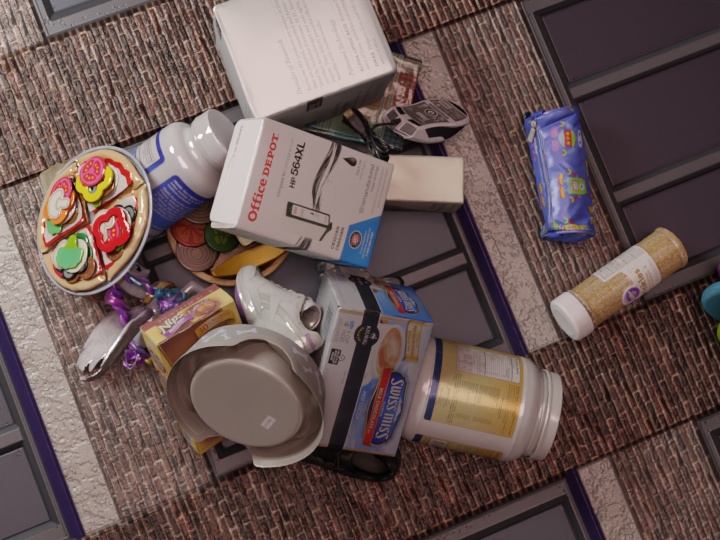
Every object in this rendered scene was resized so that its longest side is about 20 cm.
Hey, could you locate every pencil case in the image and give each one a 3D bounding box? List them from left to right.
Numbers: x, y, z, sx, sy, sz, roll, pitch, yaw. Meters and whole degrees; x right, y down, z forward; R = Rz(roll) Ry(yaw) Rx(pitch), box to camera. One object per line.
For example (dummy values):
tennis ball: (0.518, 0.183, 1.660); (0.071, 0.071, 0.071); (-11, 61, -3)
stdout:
pencil case: (0.283, -0.138, 1.568); (0.087, 0.078, 0.200); (-2, 82, -35)

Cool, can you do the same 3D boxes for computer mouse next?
computer mouse: (0.071, -0.198, 1.542); (0.200, 0.044, 0.110); (-14, 44, -36)

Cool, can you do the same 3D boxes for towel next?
towel: (-0.021, -0.261, 1.585); (0.200, 0.022, 0.147); (13, 83, -4)

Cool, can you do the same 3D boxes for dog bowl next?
dog bowl: (-0.134, 0.150, 1.344); (0.200, 0.200, 0.059); (24, 40, -2)

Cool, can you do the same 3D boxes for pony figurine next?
pony figurine: (-0.285, 0.077, 1.470); (0.200, 0.166, 0.193); (30, 82, -23)

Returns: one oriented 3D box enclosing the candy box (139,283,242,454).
candy box: (-0.200, 0.131, 1.435); (0.117, 0.056, 0.200); (-32, 129, -22)

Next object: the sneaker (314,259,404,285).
sneaker: (0.000, 0.000, 1.538); (0.115, 0.075, 0.200); (-9, 94, -11)

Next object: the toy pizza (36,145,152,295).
toy pizza: (-0.353, -0.068, 1.425); (0.200, 0.032, 0.201); (-7, 75, 29)

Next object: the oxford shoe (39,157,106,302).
oxford shoe: (-0.393, -0.051, 1.513); (0.074, 0.071, 0.200); (-13, 82, 16)

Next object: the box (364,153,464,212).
box: (0.042, -0.123, 1.545); (0.200, 0.082, 0.069); (2, 83, -4)

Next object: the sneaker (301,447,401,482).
sneaker: (-0.038, 0.238, 1.490); (0.200, 0.091, 0.076); (14, 91, -2)

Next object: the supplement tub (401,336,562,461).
supplement tub: (0.160, 0.177, 1.488); (0.200, 0.144, 0.145); (13, 82, -4)

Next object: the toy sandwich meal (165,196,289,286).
toy sandwich meal: (-0.172, -0.074, 1.524); (0.205, 0.070, 0.206); (1, 83, -5)

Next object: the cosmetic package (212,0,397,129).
cosmetic package: (-0.079, -0.292, 1.489); (0.200, 0.165, 0.165); (-22, 88, -7)

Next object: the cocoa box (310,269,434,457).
cocoa box: (-0.001, 0.122, 1.446); (0.131, 0.133, 0.200); (11, 107, -14)

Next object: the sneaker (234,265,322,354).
sneaker: (-0.105, 0.056, 1.437); (0.099, 0.200, 0.075); (-23, 131, -4)

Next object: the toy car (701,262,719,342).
toy car: (0.573, 0.030, 1.551); (0.200, 0.175, 0.150); (-29, 52, -7)

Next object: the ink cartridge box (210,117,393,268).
ink cartridge box: (-0.074, -0.097, 1.415); (0.200, 0.084, 0.146); (16, 86, -30)

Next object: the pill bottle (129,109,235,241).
pill bottle: (-0.252, -0.127, 1.467); (0.200, 0.112, 0.112); (-31, 87, 18)

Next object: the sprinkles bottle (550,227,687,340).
sprinkles bottle: (0.368, 0.018, 1.564); (0.200, 0.068, 0.068); (-34, 87, -8)
